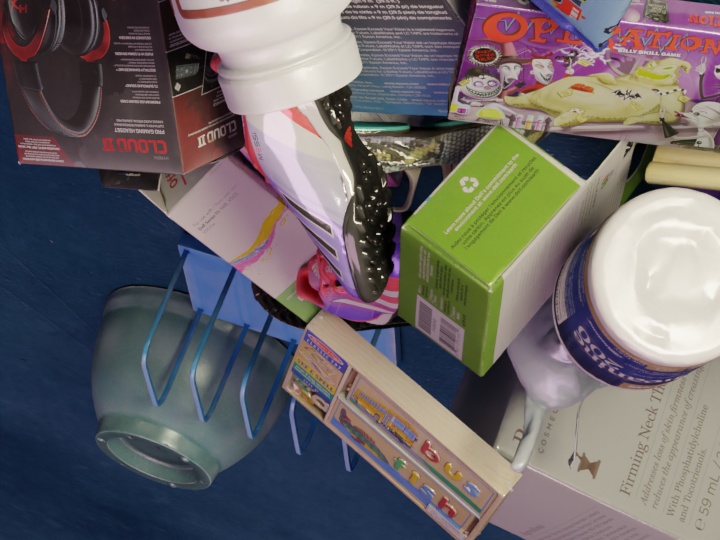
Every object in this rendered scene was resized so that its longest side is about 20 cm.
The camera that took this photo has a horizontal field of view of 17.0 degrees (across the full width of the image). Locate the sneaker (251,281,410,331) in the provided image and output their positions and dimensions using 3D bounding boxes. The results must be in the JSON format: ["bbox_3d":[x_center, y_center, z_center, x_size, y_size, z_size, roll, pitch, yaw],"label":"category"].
[{"bbox_3d":[0.015,0.018,1.923,0.199,0.070,0.090,0,174,17],"label":"sneaker"}]

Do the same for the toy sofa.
[{"bbox_3d":[0.256,-0.021,1.619,0.082,0.098,0.200,9,155,27],"label":"toy sofa"}]

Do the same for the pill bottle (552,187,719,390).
[{"bbox_3d":[0.184,0.018,1.552,0.111,0.111,0.200,22,170,-1],"label":"pill bottle"}]

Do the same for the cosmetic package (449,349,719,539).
[{"bbox_3d":[0.187,0.129,1.918,0.199,0.168,0.166,25,158,-10],"label":"cosmetic package"}]

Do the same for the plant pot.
[{"bbox_3d":[-0.172,0.123,2.269,0.199,0.135,0.200,19,158,8],"label":"plant pot"}]

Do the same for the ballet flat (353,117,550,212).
[{"bbox_3d":[0.044,-0.076,1.631,0.199,0.072,0.072,-6,157,-6],"label":"ballet flat"}]

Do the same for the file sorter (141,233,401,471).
[{"bbox_3d":[-0.079,0.076,2.098,0.199,0.123,0.139,18,156,10],"label":"file sorter"}]

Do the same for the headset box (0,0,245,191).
[{"bbox_3d":[-0.163,-0.151,1.595,0.148,0.075,0.201,6,112,34],"label":"headset box"}]

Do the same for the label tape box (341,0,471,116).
[{"bbox_3d":[0.016,-0.178,1.530,0.144,0.064,0.200,5,152,33],"label":"label tape box"}]

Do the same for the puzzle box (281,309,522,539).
[{"bbox_3d":[0.029,0.123,1.857,0.200,0.025,0.133,40,155,8],"label":"puzzle box"}]

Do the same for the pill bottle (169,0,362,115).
[{"bbox_3d":[-0.066,-0.198,1.390,0.112,0.112,0.201,1,116,41],"label":"pill bottle"}]

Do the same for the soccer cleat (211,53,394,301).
[{"bbox_3d":[-0.033,-0.067,1.554,0.073,0.068,0.201,-6,122,23],"label":"soccer cleat"}]

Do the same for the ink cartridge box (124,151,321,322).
[{"bbox_3d":[-0.096,-0.062,1.808,0.200,0.067,0.117,38,-165,-35],"label":"ink cartridge box"}]

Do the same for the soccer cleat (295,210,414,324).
[{"bbox_3d":[0.000,0.000,1.710,0.073,0.069,0.200,5,170,-7],"label":"soccer cleat"}]

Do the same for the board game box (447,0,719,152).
[{"bbox_3d":[0.160,-0.124,1.479,0.199,0.032,0.120,7,143,-3],"label":"board game box"}]

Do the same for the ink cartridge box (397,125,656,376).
[{"bbox_3d":[0.116,-0.047,1.593,0.076,0.200,0.148,36,160,15],"label":"ink cartridge box"}]

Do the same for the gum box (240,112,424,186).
[{"bbox_3d":[-0.052,-0.132,1.686,0.113,0.066,0.200,2,150,37],"label":"gum box"}]

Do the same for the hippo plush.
[{"bbox_3d":[0.132,0.020,1.768,0.160,0.201,0.159,30,-164,33],"label":"hippo plush"}]

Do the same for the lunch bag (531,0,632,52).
[{"bbox_3d":[0.084,-0.233,1.338,0.199,0.094,0.151,31,160,3],"label":"lunch bag"}]
